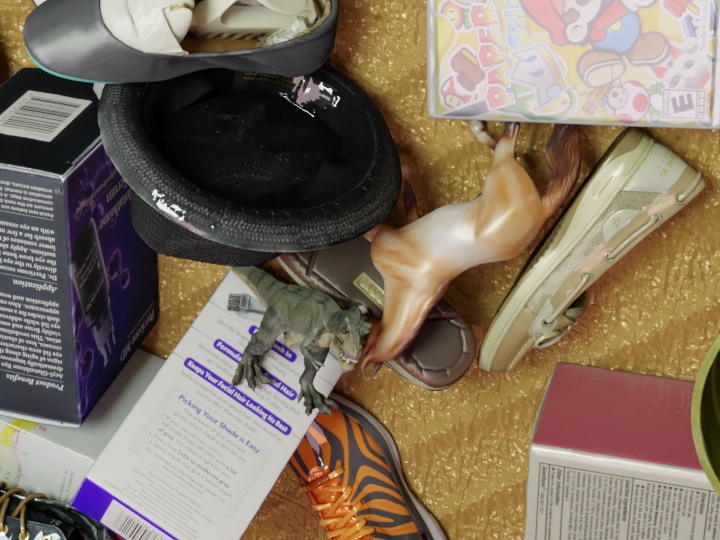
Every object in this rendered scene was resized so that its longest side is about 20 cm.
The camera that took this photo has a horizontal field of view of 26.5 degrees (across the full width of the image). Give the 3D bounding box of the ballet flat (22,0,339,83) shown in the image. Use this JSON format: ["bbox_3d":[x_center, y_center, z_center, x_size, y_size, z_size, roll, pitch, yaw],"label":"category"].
[{"bbox_3d":[-0.097,-0.151,0.902,0.199,0.073,0.073,-4,131,-32],"label":"ballet flat"}]

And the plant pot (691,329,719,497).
[{"bbox_3d":[0.304,0.038,0.890,0.199,0.193,0.201,9,121,14],"label":"plant pot"}]

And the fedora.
[{"bbox_3d":[-0.075,-0.059,0.953,0.200,0.201,0.092,30,132,0],"label":"fedora"}]

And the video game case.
[{"bbox_3d":[0.127,-0.186,0.900,0.181,0.023,0.201,4,109,17],"label":"video game case"}]

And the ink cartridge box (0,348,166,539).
[{"bbox_3d":[-0.227,0.139,1.156,0.199,0.145,0.146,23,123,5],"label":"ink cartridge box"}]

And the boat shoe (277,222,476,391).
[{"bbox_3d":[-0.005,0.004,1.046,0.075,0.075,0.203,-37,82,-9],"label":"boat shoe"}]

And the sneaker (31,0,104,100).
[{"bbox_3d":[-0.121,-0.149,0.998,0.115,0.075,0.200,-31,105,28],"label":"sneaker"}]

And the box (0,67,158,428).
[{"bbox_3d":[-0.216,-0.017,1.061,0.104,0.148,0.201,10,123,12],"label":"box"}]

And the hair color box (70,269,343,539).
[{"bbox_3d":[-0.098,0.105,1.057,0.109,0.200,0.065,35,148,-2],"label":"hair color box"}]

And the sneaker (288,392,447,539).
[{"bbox_3d":[-0.007,0.183,1.127,0.077,0.112,0.200,-32,104,30],"label":"sneaker"}]

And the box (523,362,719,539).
[{"bbox_3d":[0.217,0.154,1.037,0.199,0.109,0.128,8,121,14],"label":"box"}]

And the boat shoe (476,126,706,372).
[{"bbox_3d":[0.144,0.000,0.997,0.063,0.073,0.201,34,117,3],"label":"boat shoe"}]

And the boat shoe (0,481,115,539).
[{"bbox_3d":[-0.243,0.174,1.058,0.091,0.071,0.200,-32,111,29],"label":"boat shoe"}]

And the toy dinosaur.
[{"bbox_3d":[-0.048,0.043,1.013,0.200,0.047,0.089,26,116,49],"label":"toy dinosaur"}]

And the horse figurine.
[{"bbox_3d":[0.062,-0.037,0.969,0.199,0.133,0.050,-28,149,17],"label":"horse figurine"}]
